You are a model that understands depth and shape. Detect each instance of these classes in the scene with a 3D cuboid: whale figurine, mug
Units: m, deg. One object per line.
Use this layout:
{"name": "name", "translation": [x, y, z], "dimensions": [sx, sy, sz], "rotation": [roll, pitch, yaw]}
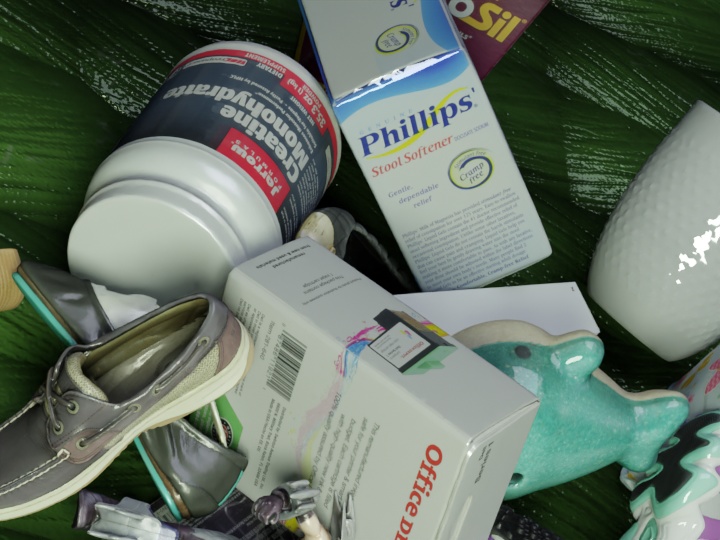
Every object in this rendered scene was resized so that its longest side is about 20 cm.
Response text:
{"name": "whale figurine", "translation": [0.132, 0.112, 1.472], "dimensions": [0.198, 0.160, 0.104], "rotation": [13, 41, -19]}
{"name": "mug", "translation": [0.265, -0.029, 1.718], "dimensions": [0.147, 0.176, 0.200], "rotation": [37, 6, -18]}

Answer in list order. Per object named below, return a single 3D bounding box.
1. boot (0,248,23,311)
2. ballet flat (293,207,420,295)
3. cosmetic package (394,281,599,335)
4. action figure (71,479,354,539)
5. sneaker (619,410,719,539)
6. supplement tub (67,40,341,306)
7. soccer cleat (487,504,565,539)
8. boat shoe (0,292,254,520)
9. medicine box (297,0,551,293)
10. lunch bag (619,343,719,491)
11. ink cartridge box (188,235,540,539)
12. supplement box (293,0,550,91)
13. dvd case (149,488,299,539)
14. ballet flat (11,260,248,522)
{"name": "boot", "translation": [-0.296, -0.055, 1.332], "dimensions": [0.144, 0.071, 0.202], "rotation": [-3, 65, -54]}
{"name": "ballet flat", "translation": [0.000, 0.000, 1.490], "dimensions": [0.056, 0.067, 0.200], "rotation": [23, -2, 23]}
{"name": "cosmetic package", "translation": [0.077, 0.054, 1.550], "dimensions": [0.199, 0.083, 0.051], "rotation": [-4, 57, -41]}
{"name": "action figure", "translation": [-0.078, 0.185, 1.274], "dimensions": [0.198, 0.069, 0.131], "rotation": [9, 86, -10]}
{"name": "sneaker", "translation": [0.254, 0.214, 1.526], "dimensions": [0.139, 0.078, 0.201], "rotation": [33, 77, -19]}
{"name": "supplement tub", "translation": [-0.104, -0.053, 1.446], "dimensions": [0.140, 0.140, 0.200], "rotation": [37, 39, -7]}
{"name": "soccer cleat", "translation": [0.099, 0.211, 1.353], "dimensions": [0.068, 0.074, 0.200], "rotation": [26, 13, -7]}
{"name": "boat shoe", "translation": [-0.159, 0.075, 1.262], "dimensions": [0.072, 0.199, 0.065], "rotation": [59, -3, 41]}
{"name": "medicine box", "translation": [0.044, -0.113, 1.551], "dimensions": [0.183, 0.102, 0.201], "rotation": [-107, 172, -53]}
{"name": "lunch bag", "translation": [0.316, 0.103, 1.640], "dimensions": [0.127, 0.170, 0.200], "rotation": [42, 38, -4]}
{"name": "ink cartridge box", "translation": [-0.002, 0.096, 1.333], "dimensions": [0.199, 0.146, 0.084], "rotation": [35, 35, 25]}
{"name": "supplement box", "translation": [0.051, -0.209, 1.671], "dimensions": [0.130, 0.200, 0.104], "rotation": [28, 40, -16]}
{"name": "dvd case", "translation": [-0.044, 0.208, 1.363], "dimensions": [0.200, 0.016, 0.148], "rotation": [49, 38, 7]}
{"name": "ballet flat", "translation": [-0.140, 0.064, 1.342], "dimensions": [0.068, 0.068, 0.201], "rotation": [-34, 84, -8]}
